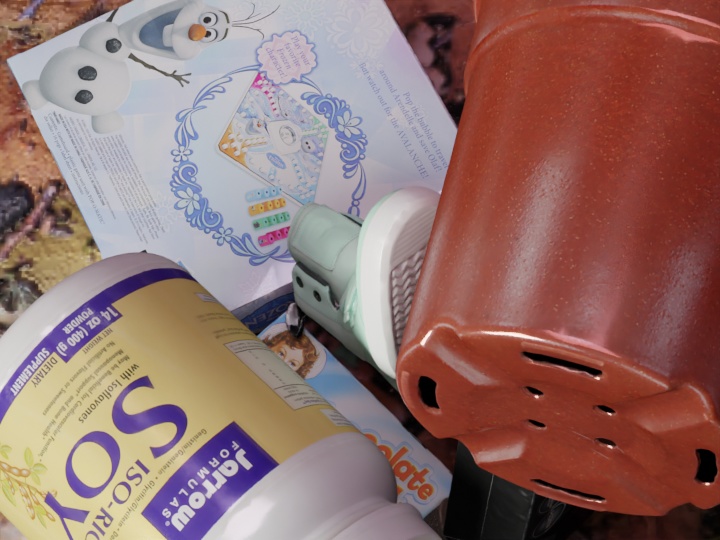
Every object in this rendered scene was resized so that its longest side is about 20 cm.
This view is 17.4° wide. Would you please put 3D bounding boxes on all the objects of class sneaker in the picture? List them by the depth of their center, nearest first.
[{"bbox_3d":[0.000,0.000,1.118,0.118,0.201,0.074,36,75,23],"label":"sneaker"}]

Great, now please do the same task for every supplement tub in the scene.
[{"bbox_3d":[-0.074,0.103,1.087,0.145,0.145,0.200,-44,67,-13],"label":"supplement tub"}]

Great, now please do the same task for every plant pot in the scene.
[{"bbox_3d":[0.114,-0.015,0.984,0.200,0.201,0.196,14,63,13],"label":"plant pot"}]

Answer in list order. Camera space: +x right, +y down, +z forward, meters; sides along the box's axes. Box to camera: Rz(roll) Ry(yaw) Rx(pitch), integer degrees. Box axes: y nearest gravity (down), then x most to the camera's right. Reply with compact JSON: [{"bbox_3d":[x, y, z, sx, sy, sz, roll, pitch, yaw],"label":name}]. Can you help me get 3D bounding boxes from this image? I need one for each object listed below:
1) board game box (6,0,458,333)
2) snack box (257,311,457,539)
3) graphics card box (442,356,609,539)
[{"bbox_3d":[-0.060,-0.072,1.263,0.199,0.043,0.200,-26,65,-5],"label":"board game box"},{"bbox_3d":[-0.012,0.127,1.169,0.116,0.037,0.200,-41,67,-13],"label":"snack box"},{"bbox_3d":[0.125,0.051,1.119,0.051,0.126,0.200,41,63,20],"label":"graphics card box"}]
